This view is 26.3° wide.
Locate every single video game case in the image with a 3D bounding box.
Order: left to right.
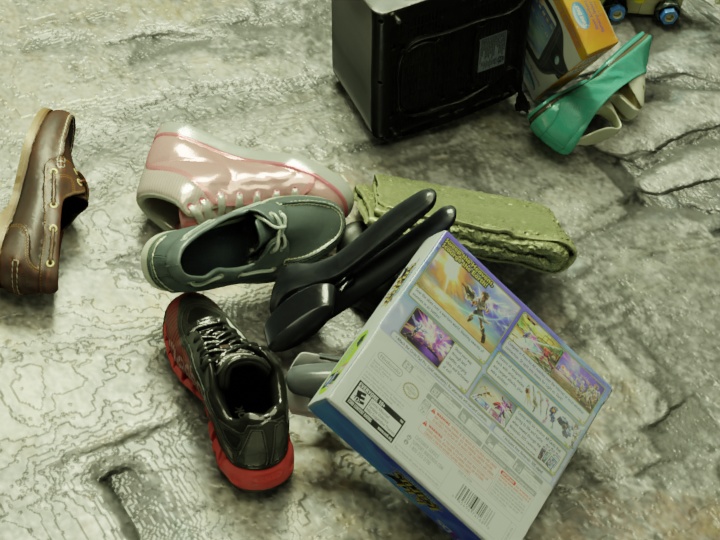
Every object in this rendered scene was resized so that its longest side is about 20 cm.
[{"bbox_3d":[0.084,0.102,1.237,0.200,0.045,0.182,43,63,-11],"label":"video game case"}]

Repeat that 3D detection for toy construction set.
[{"bbox_3d":[0.314,-0.332,1.690,0.198,0.132,0.093,13,48,1],"label":"toy construction set"}]

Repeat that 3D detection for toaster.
[{"bbox_3d":[0.073,-0.236,1.532,0.179,0.201,0.119,-20,51,-16],"label":"toaster"}]

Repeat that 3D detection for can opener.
[{"bbox_3d":[0.000,0.000,1.313,0.199,0.063,0.079,-35,46,17],"label":"can opener"},{"bbox_3d":[0.033,0.111,1.271,0.198,0.054,0.067,11,6,-6],"label":"can opener"}]

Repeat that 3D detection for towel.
[{"bbox_3d":[0.093,-0.044,1.416,0.197,0.037,0.149,9,17,-6],"label":"towel"}]

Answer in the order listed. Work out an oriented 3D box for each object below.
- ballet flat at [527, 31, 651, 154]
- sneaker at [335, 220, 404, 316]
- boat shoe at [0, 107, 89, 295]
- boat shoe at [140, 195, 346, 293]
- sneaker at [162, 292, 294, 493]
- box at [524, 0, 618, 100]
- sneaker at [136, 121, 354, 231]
[{"bbox_3d":[0.251,-0.176,1.594,0.200,0.067,0.071,-37,87,-34],"label":"ballet flat"},{"bbox_3d":[0.046,0.017,1.355,0.075,0.091,0.200,-22,54,-26],"label":"sneaker"},{"bbox_3d":[-0.277,-0.061,1.380,0.069,0.071,0.202,5,56,4],"label":"boat shoe"},{"bbox_3d":[-0.089,-0.022,1.330,0.198,0.062,0.074,-14,95,-30],"label":"boat shoe"},{"bbox_3d":[-0.108,0.080,1.265,0.070,0.099,0.201,-15,51,-20],"label":"sneaker"},{"bbox_3d":[0.186,-0.248,1.549,0.041,0.200,0.120,-23,87,-15],"label":"box"},{"bbox_3d":[-0.111,-0.059,1.409,0.198,0.076,0.105,18,54,5],"label":"sneaker"}]
